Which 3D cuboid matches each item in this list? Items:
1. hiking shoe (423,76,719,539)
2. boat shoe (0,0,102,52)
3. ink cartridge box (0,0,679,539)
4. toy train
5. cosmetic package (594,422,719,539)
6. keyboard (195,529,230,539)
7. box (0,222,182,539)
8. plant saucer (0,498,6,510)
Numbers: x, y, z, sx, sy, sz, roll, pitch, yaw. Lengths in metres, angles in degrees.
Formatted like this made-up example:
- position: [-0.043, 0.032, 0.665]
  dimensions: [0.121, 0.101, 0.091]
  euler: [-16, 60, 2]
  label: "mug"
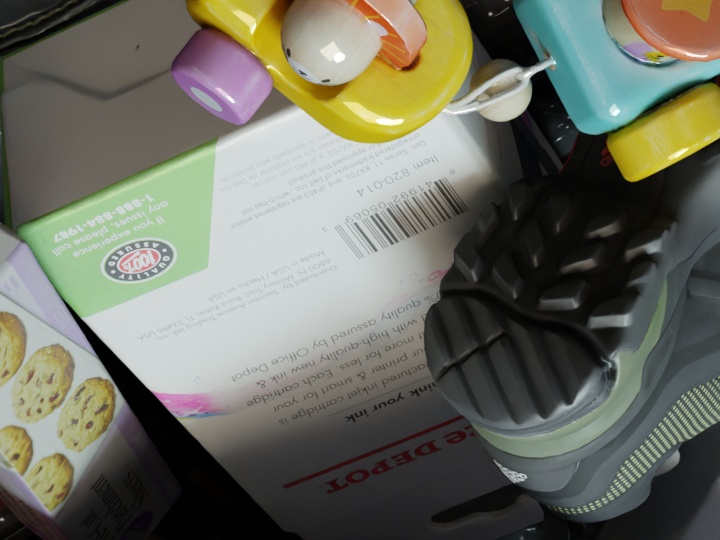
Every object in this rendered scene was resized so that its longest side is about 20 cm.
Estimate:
- position: [0.094, -0.016, 0.753]
  dimensions: [0.200, 0.076, 0.101]
  euler: [-47, 144, -19]
  label: "hiking shoe"
- position: [-0.150, -0.058, 0.738]
  dimensions: [0.200, 0.068, 0.072]
  euler: [-16, 129, 2]
  label: "boat shoe"
- position: [0.000, 0.000, 0.790]
  dimensions: [0.117, 0.067, 0.200]
  euler: [-23, 139, 14]
  label: "ink cartridge box"
- position: [0.027, -0.101, 0.665]
  dimensions: [0.200, 0.151, 0.056]
  euler: [12, 173, -12]
  label: "toy train"
- position: [0.155, 0.099, 0.912]
  dimensions: [0.151, 0.052, 0.200]
  euler: [15, 128, -16]
  label: "cosmetic package"
- position: [-0.106, 0.149, 0.951]
  dimensions: [0.127, 0.021, 0.200]
  euler: [28, 122, -33]
  label: "keyboard"
- position: [-0.092, 0.034, 0.777]
  dimensions: [0.041, 0.039, 0.200]
  euler: [-50, 160, -13]
  label: "box"
- position: [-0.191, 0.063, 0.778]
  dimensions: [0.200, 0.037, 0.200]
  euler: [-39, 153, -11]
  label: "plant saucer"
